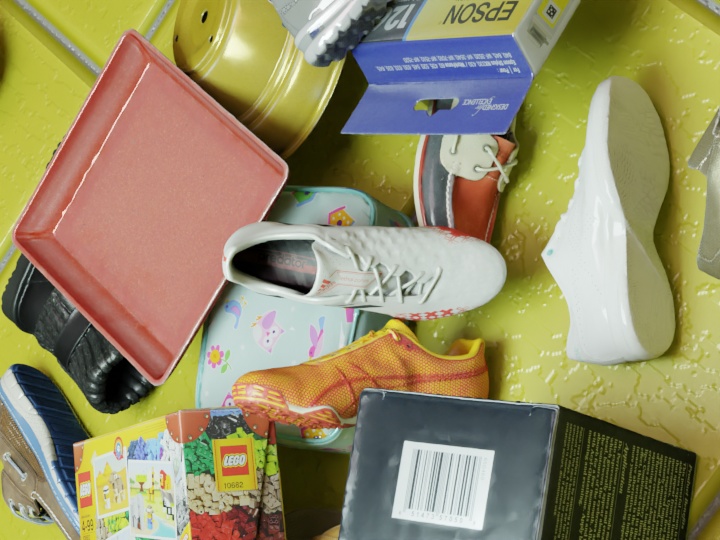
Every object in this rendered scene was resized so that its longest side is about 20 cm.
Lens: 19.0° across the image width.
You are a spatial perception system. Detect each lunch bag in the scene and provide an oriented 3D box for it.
[{"bbox_3d":[-0.044,0.032,1.608,0.160,0.077,0.201,2,79,37],"label":"lunch bag"}]

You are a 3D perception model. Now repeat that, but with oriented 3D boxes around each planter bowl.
[{"bbox_3d":[-0.088,-0.185,1.645,0.200,0.083,0.201,-36,47,50],"label":"planter bowl"}]

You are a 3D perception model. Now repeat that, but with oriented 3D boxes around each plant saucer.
[{"bbox_3d":[-0.154,-0.048,1.628,0.200,0.037,0.200,42,110,30],"label":"plant saucer"}]

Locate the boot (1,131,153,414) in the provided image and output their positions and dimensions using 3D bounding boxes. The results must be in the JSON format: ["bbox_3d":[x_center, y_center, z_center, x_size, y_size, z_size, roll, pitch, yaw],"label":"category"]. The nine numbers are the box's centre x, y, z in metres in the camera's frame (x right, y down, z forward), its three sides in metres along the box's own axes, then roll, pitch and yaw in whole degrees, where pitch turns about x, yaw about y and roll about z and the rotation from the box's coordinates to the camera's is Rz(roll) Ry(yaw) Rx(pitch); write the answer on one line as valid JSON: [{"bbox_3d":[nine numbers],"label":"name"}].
[{"bbox_3d":[-0.196,-0.007,1.722,0.158,0.079,0.212,35,110,43],"label":"boot"}]

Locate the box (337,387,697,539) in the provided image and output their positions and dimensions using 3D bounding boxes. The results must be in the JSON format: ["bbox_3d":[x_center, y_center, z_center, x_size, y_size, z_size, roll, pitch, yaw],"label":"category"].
[{"bbox_3d":[0.106,0.148,1.394,0.148,0.200,0.107,3,79,35],"label":"box"}]

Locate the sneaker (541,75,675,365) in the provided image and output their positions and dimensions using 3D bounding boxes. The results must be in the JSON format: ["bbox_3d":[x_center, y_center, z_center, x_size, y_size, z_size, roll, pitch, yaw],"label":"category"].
[{"bbox_3d":[0.162,-0.034,1.488,0.088,0.075,0.201,-13,72,45],"label":"sneaker"}]

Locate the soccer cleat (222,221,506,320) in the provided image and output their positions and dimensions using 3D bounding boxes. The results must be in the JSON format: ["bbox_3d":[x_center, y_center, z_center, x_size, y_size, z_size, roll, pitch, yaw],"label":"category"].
[{"bbox_3d":[0.000,0.000,1.490,0.199,0.085,0.069,6,98,9],"label":"soccer cleat"}]

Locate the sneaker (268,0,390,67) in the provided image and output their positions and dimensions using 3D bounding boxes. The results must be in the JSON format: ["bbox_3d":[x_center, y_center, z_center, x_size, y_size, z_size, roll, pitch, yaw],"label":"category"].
[{"bbox_3d":[0.010,-0.241,1.532,0.200,0.075,0.082,-45,79,7],"label":"sneaker"}]

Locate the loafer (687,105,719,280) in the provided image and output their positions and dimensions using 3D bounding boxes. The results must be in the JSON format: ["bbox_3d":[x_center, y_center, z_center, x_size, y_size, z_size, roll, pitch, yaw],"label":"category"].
[{"bbox_3d":[0.253,-0.083,1.428,0.067,0.076,0.201,-3,76,28],"label":"loafer"}]

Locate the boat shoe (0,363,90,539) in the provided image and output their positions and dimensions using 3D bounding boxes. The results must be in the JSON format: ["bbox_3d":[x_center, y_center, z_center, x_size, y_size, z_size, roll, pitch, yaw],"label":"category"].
[{"bbox_3d":[-0.248,0.166,1.729,0.072,0.072,0.200,-52,45,19],"label":"boat shoe"}]

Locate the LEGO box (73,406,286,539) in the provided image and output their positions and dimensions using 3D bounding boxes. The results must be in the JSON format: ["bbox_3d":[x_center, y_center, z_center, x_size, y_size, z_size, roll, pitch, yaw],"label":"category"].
[{"bbox_3d":[-0.132,0.184,1.558,0.200,0.077,0.149,-22,72,59],"label":"LEGO box"}]

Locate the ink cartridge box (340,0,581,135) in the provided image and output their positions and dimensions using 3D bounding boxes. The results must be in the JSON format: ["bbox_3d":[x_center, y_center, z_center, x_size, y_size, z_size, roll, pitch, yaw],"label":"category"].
[{"bbox_3d":[0.079,-0.187,1.523,0.197,0.047,0.200,5,56,55],"label":"ink cartridge box"}]

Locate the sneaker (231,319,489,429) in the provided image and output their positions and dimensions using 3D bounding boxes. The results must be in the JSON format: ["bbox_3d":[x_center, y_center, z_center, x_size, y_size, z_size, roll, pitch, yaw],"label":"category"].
[{"bbox_3d":[-0.002,0.073,1.501,0.073,0.200,0.077,-6,85,57],"label":"sneaker"}]

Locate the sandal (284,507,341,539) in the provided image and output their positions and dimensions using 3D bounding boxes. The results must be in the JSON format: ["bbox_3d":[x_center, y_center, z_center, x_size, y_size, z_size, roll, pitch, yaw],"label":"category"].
[{"bbox_3d":[0.002,0.216,1.521,0.080,0.054,0.200,-44,45,-18],"label":"sandal"}]

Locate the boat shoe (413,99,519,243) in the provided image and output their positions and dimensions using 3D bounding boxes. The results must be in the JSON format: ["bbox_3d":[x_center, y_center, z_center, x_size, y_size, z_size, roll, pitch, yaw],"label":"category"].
[{"bbox_3d":[0.084,-0.094,1.557,0.062,0.071,0.201,-8,68,35],"label":"boat shoe"}]
